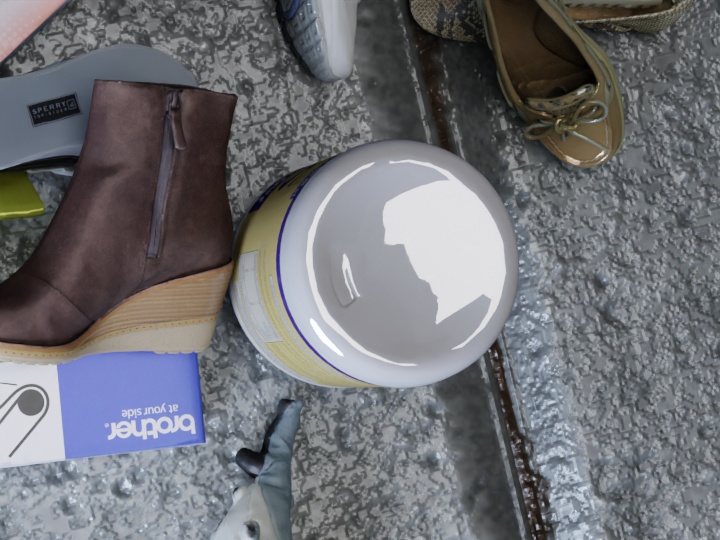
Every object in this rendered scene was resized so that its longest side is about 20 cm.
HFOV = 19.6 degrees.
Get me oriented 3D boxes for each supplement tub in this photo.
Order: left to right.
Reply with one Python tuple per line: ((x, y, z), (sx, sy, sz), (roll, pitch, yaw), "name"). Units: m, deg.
((0.000, 0.000, 1.282), (0.145, 0.200, 0.146), (1, 87, -17), "supplement tub")

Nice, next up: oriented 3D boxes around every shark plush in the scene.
((-0.060, 0.187, 1.345), (0.083, 0.091, 0.200), (14, 61, -35), "shark plush")

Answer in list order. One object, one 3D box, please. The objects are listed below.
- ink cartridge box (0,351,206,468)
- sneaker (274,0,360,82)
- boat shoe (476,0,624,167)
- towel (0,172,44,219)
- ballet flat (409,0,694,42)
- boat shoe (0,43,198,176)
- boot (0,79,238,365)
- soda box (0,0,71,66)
((-0.201, 0.073, 1.299), (0.200, 0.044, 0.094), (-6, 90, -17), "ink cartridge box")
((-0.010, -0.223, 1.362), (0.087, 0.075, 0.200), (0, 87, -21), "sneaker")
((0.118, -0.134, 1.359), (0.073, 0.063, 0.200), (-20, 128, 19), "boat shoe")
((-0.296, -0.038, 1.259), (0.200, 0.086, 0.018), (-5, 112, -17), "towel")
((0.136, -0.192, 1.399), (0.200, 0.075, 0.068), (-2, 82, -16), "ballet flat")
((-0.191, -0.092, 1.298), (0.199, 0.068, 0.074), (-22, 98, -42), "boat shoe")
((-0.166, -0.032, 1.242), (0.200, 0.072, 0.167), (-2, 101, -32), "boot")
((-0.198, -0.201, 1.307), (0.068, 0.064, 0.200), (46, 75, -9), "soda box")
